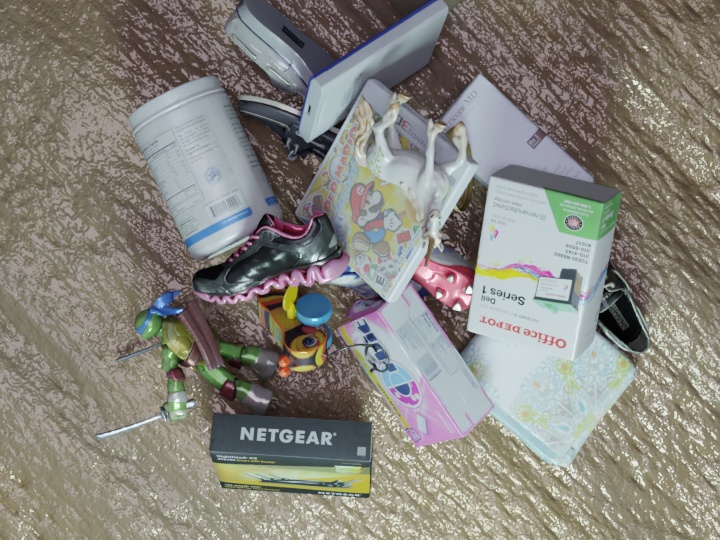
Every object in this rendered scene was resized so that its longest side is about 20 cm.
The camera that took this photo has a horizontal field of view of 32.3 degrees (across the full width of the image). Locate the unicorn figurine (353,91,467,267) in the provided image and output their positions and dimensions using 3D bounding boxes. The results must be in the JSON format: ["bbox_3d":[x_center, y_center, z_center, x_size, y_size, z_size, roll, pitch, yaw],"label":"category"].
[{"bbox_3d":[0.063,-0.114,1.415,0.073,0.200,0.139,-3,122,-38],"label":"unicorn figurine"}]

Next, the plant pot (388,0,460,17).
[{"bbox_3d":[0.082,-0.439,1.518,0.200,0.177,0.200,-42,90,4],"label":"plant pot"}]

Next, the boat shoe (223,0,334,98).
[{"bbox_3d":[-0.090,-0.260,1.587,0.200,0.072,0.066,40,127,-15],"label":"boat shoe"}]

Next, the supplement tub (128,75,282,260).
[{"bbox_3d":[-0.193,-0.127,1.562,0.131,0.132,0.202,-25,90,3],"label":"supplement tub"}]

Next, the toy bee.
[{"bbox_3d":[-0.076,0.077,1.538,0.108,0.199,0.132,-31,120,-32],"label":"toy bee"}]

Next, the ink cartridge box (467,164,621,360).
[{"bbox_3d":[0.219,-0.010,1.495,0.143,0.084,0.202,16,112,23],"label":"ink cartridge box"}]

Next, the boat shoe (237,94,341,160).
[{"bbox_3d":[-0.070,-0.167,1.586,0.198,0.073,0.063,22,93,-5],"label":"boat shoe"}]

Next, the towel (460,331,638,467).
[{"bbox_3d":[0.236,0.133,1.602,0.199,0.048,0.172,39,90,0],"label":"towel"}]

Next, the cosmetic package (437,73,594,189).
[{"bbox_3d":[0.190,-0.145,1.578,0.200,0.074,0.102,41,94,-1],"label":"cosmetic package"}]

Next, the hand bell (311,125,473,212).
[{"bbox_3d":[0.031,-0.120,1.537,0.198,0.104,0.105,-2,92,23],"label":"hand bell"}]

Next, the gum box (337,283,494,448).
[{"bbox_3d":[0.064,0.117,1.556,0.066,0.113,0.201,-37,96,-31],"label":"gum box"}]

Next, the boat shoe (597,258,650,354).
[{"bbox_3d":[0.301,0.022,1.555,0.071,0.064,0.200,-40,109,5],"label":"boat shoe"}]

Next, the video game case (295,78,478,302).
[{"bbox_3d":[0.026,-0.096,1.490,0.182,0.023,0.201,43,115,27],"label":"video game case"}]

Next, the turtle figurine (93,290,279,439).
[{"bbox_3d":[-0.214,0.130,1.580,0.192,0.144,0.202,23,99,-15],"label":"turtle figurine"}]

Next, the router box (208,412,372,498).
[{"bbox_3d":[-0.083,0.234,1.558,0.197,0.158,0.053,3,64,2],"label":"router box"}]

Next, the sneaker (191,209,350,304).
[{"bbox_3d":[-0.116,-0.022,1.499,0.198,0.079,0.096,-14,113,10],"label":"sneaker"}]

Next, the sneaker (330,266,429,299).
[{"bbox_3d":[0.000,0.000,1.582,0.198,0.088,0.076,10,91,0],"label":"sneaker"}]

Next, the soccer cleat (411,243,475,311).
[{"bbox_3d":[0.069,-0.025,1.559,0.199,0.077,0.067,36,113,-2],"label":"soccer cleat"}]

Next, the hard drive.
[{"bbox_3d":[0.014,-0.244,1.515,0.199,0.132,0.025,-36,77,-22],"label":"hard drive"}]
